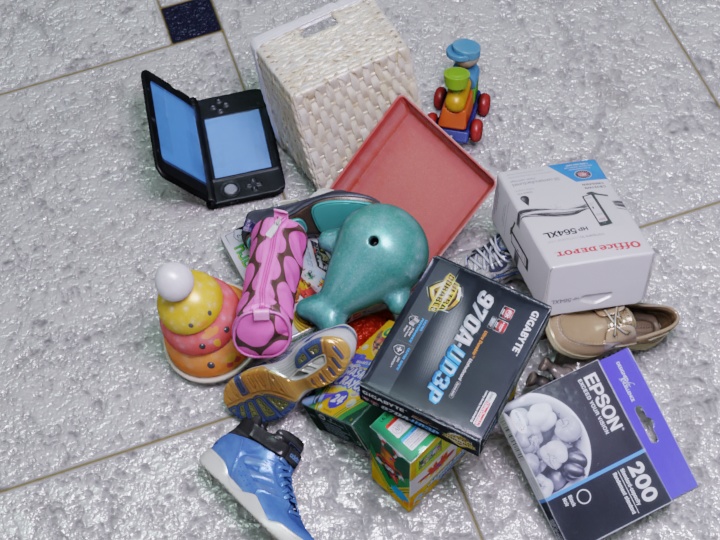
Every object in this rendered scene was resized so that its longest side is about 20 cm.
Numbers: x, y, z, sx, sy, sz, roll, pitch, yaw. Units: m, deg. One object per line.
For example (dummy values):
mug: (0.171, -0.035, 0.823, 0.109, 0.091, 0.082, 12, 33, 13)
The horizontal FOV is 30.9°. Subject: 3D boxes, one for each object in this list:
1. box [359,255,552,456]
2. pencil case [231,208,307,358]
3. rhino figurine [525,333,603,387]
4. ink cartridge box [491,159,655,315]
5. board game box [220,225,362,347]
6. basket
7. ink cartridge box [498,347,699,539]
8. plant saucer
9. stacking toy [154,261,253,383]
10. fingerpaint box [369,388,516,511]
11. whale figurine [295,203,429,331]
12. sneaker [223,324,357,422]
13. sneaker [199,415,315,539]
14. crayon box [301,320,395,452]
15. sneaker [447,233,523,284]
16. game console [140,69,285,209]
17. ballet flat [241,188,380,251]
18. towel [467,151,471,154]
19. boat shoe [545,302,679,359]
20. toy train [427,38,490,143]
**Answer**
box: (0.112, 0.097, 1.535, 0.159, 0.046, 0.200, 25, 63, 15)
pencil case: (-0.118, 0.016, 1.696, 0.090, 0.094, 0.200, 12, 43, -8)
rhino figurine: (0.264, 0.145, 1.681, 0.087, 0.060, 0.201, 24, 61, -9)
ink cartridge box: (0.272, -0.046, 1.685, 0.145, 0.085, 0.200, -9, 42, -13)
board game box: (-0.097, 0.007, 1.810, 0.126, 0.035, 0.200, -26, 60, -11)
basket: (-0.025, -0.253, 1.851, 0.198, 0.200, 0.161, -25, 44, -10)
ink cartridge box: (0.297, 0.219, 1.610, 0.199, 0.043, 0.199, -25, 80, -12)
plant saucer: (0.069, -0.104, 1.791, 0.200, 0.037, 0.200, 46, 108, 25)
stacking toy: (-0.219, 0.049, 1.688, 0.146, 0.200, 0.147, -7, 63, 14)
fingerpaint box: (0.103, 0.180, 1.610, 0.073, 0.167, 0.200, 40, 69, 22)
whale figurine: (0.000, 0.000, 1.718, 0.159, 0.104, 0.200, 43, 87, 15)
sneaker: (-0.085, 0.134, 1.697, 0.200, 0.088, 0.075, -25, 99, 23)
sneaker: (-0.100, 0.262, 1.625, 0.111, 0.077, 0.200, -45, 58, -11)
crayon box: (0.035, 0.134, 1.676, 0.200, 0.052, 0.126, -42, 27, -21)
sneaker: (0.190, -0.021, 1.778, 0.199, 0.085, 0.077, -16, 58, -5)
game console: (-0.214, -0.203, 1.902, 0.175, 0.117, 0.201, -12, 58, -3)
ballet flat: (-0.070, -0.080, 1.799, 0.199, 0.073, 0.073, -16, 58, 4)
towel: (0.069, -0.103, 1.870, 0.146, 0.030, 0.201, 12, 60, 12)
boat shoe: (0.323, 0.067, 1.670, 0.199, 0.065, 0.072, -4, 67, -35)
toy train: (0.136, -0.239, 1.876, 0.084, 0.116, 0.200, 9, 42, 10)
